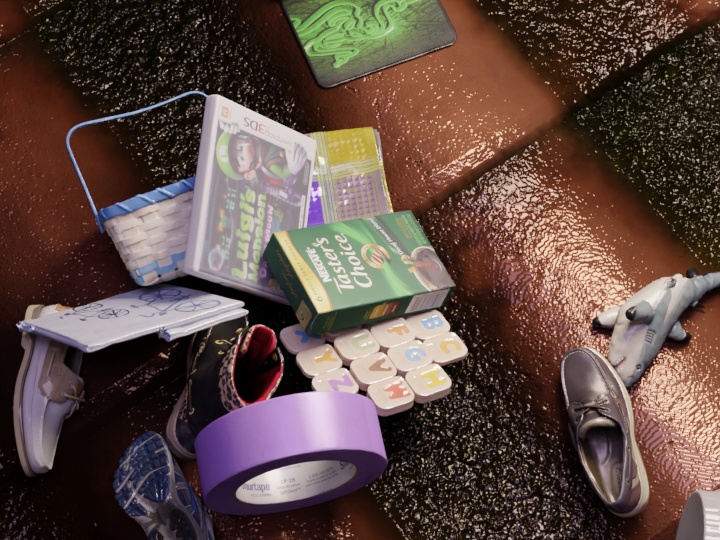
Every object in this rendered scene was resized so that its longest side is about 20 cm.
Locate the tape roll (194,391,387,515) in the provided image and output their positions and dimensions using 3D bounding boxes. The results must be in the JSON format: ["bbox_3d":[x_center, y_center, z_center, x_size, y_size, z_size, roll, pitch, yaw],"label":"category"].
[{"bbox_3d":[-0.073,0.195,1.520,0.197,0.201,0.066,-11,66,-8],"label":"tape roll"}]

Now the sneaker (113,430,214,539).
[{"bbox_3d":[-0.205,0.264,1.559,0.077,0.085,0.201,-36,49,8],"label":"sneaker"}]

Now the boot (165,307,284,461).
[{"bbox_3d":[-0.138,0.099,1.572,0.073,0.150,0.202,33,51,-17],"label":"boot"}]

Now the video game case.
[{"bbox_3d":[-0.122,-0.077,1.642,0.023,0.181,0.203,-1,77,37],"label":"video game case"}]

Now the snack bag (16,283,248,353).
[{"bbox_3d":[-0.251,0.054,1.571,0.198,0.188,0.022,-16,106,-35],"label":"snack bag"}]

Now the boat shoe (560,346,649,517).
[{"bbox_3d":[0.269,0.175,1.611,0.071,0.065,0.202,-21,68,19],"label":"boat shoe"}]

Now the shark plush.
[{"bbox_3d":[0.359,0.055,1.699,0.199,0.091,0.084,-33,93,-34],"label":"shark plush"}]

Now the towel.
[{"bbox_3d":[-0.062,-0.106,1.752,0.197,0.023,0.146,-4,67,-5],"label":"towel"}]

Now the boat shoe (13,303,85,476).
[{"bbox_3d":[-0.343,0.129,1.605,0.067,0.075,0.203,-3,65,2],"label":"boat shoe"}]

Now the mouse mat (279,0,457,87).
[{"bbox_3d":[0.009,-0.330,1.864,0.198,0.008,0.162,-21,69,-11],"label":"mouse mat"}]

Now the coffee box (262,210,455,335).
[{"bbox_3d":[0.000,0.000,1.649,0.198,0.044,0.124,-9,56,-33],"label":"coffee box"}]

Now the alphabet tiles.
[{"bbox_3d":[0.016,0.081,1.633,0.193,0.015,0.201,-15,47,-26],"label":"alphabet tiles"}]

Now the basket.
[{"bbox_3d":[-0.233,-0.091,1.662,0.174,0.139,0.203,-16,96,-10],"label":"basket"}]

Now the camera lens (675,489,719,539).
[{"bbox_3d":[0.440,0.321,1.511,0.197,0.160,0.162,10,66,2],"label":"camera lens"}]
